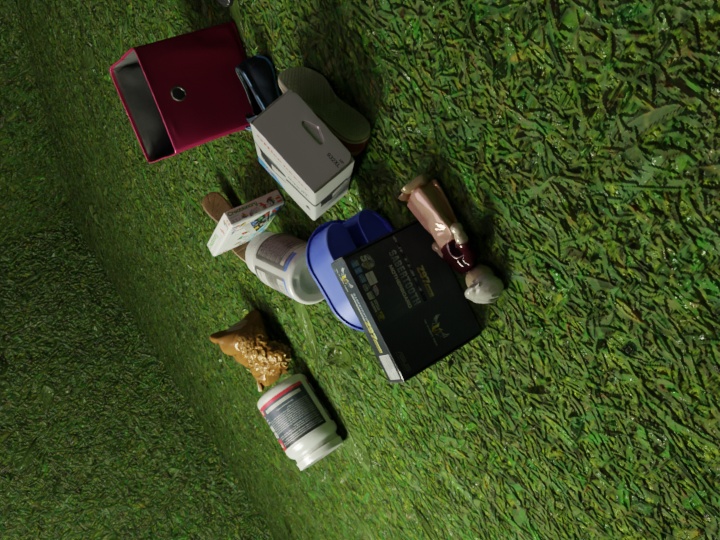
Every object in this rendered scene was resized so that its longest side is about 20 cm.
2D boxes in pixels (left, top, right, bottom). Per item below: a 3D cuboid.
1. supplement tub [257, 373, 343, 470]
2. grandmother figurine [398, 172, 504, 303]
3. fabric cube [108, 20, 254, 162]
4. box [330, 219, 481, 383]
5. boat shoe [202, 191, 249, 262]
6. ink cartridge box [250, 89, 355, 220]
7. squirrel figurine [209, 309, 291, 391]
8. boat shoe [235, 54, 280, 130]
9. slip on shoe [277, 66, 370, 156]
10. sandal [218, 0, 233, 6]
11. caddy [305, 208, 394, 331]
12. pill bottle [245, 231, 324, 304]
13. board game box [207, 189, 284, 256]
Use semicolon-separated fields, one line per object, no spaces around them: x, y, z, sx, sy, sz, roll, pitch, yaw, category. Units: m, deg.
-0.146;0.367;1.715;0.200;0.140;0.140;56;152;14;supplement tub
0.130;-0.040;0.979;0.200;0.061;0.121;56;179;7;grandmother figurine
-0.328;-0.336;1.342;0.200;0.199;0.196;6;118;58;fabric cube
0.070;0.042;1.038;0.200;0.158;0.051;64;152;-1;box
-0.290;-0.098;1.648;0.200;0.072;0.072;49;-178;4;boat shoe
-0.091;-0.174;1.109;0.145;0.084;0.200;48;172;3;ink cartridge box
-0.260;0.220;1.791;0.200;0.141;0.187;8;128;60;squirrel figurine
-0.181;-0.284;1.275;0.084;0.069;0.200;15;127;55;boat shoe
-0.062;-0.251;1.104;0.200;0.074;0.061;45;151;21;slip on shoe
-0.234;-0.540;1.181;0.075;0.045;0.200;-33;70;57;sandal
0.000;0.000;1.141;0.200;0.141;0.105;60;147;6;caddy
-0.144;-0.012;1.405;0.200;0.114;0.114;23;133;51;pill bottle
-0.246;-0.097;1.490;0.035;0.126;0.200;60;152;4;board game box
